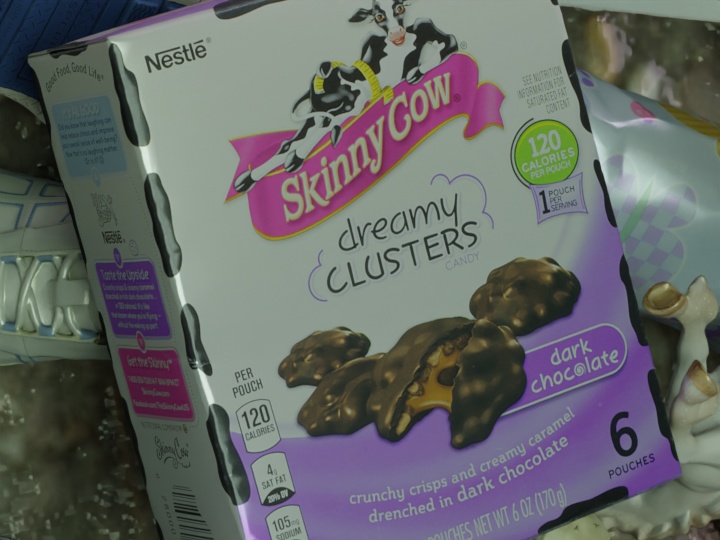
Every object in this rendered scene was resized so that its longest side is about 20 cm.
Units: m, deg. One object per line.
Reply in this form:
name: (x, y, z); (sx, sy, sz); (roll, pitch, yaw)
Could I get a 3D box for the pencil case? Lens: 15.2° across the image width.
pencil case: (0.118, -0.016, 1.034); (0.199, 0.083, 0.091); (21, 111, -22)

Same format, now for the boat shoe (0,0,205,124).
boat shoe: (-0.110, -0.093, 0.936); (0.200, 0.072, 0.072); (23, 108, -47)

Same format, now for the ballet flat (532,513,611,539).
ballet flat: (0.094, 0.168, 1.005); (0.066, 0.057, 0.201); (-38, 130, -32)

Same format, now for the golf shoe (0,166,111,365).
golf shoe: (-0.106, -0.001, 0.939); (0.199, 0.097, 0.079); (-6, 97, -20)

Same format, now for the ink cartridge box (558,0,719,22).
ink cartridge box: (0.156, -0.187, 1.011); (0.161, 0.050, 0.201); (7, 88, 9)

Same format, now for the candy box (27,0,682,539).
candy box: (0.000, 0.000, 0.899); (0.167, 0.071, 0.201); (-19, 98, -27)

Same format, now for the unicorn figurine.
unicorn figurine: (0.141, 0.039, 0.975); (0.199, 0.074, 0.138); (-20, 146, 4)

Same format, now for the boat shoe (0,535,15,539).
boat shoe: (-0.178, 0.170, 0.923); (0.200, 0.091, 0.071); (-45, 107, -13)
